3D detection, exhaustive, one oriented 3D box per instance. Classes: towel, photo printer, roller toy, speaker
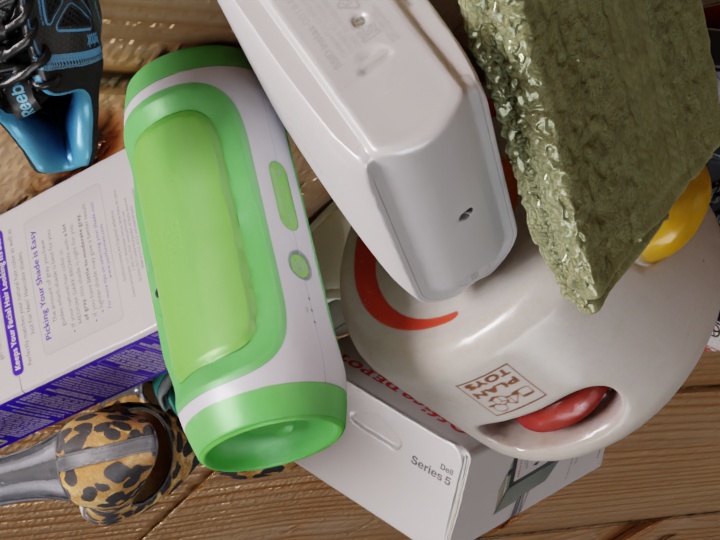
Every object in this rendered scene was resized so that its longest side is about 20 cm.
[{"bbox_3d":[0.101,-0.096,0.712,0.036,0.149,0.201,7,132,38],"label":"towel"},{"bbox_3d":[0.001,-0.079,0.746,0.069,0.167,0.200,-34,158,-3],"label":"photo printer"},{"bbox_3d":[0.087,-0.004,0.877,0.139,0.200,0.183,35,89,-36],"label":"roller toy"},{"bbox_3d":[-0.064,-0.007,0.823,0.088,0.201,0.089,-12,158,-5],"label":"speaker"}]

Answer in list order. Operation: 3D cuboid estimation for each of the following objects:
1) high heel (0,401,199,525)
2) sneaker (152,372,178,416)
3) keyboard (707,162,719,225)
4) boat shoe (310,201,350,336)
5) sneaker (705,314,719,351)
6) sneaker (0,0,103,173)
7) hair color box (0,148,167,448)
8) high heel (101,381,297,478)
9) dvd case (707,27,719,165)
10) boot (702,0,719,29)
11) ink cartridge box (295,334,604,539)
[{"bbox_3d":[-0.119,0.108,0.978,0.142,0.072,0.199,-16,174,36],"label":"high heel"},{"bbox_3d":[-0.099,0.049,1.040,0.083,0.122,0.200,-8,158,-15],"label":"sneaker"},{"bbox_3d":[0.245,-0.031,1.064,0.199,0.021,0.128,-20,139,-36],"label":"keyboard"},{"bbox_3d":[-0.001,-0.003,1.049,0.060,0.073,0.201,5,157,-40],"label":"boat shoe"},{"bbox_3d":[0.276,0.033,1.216,0.200,0.068,0.108,16,175,26],"label":"sneaker"},{"bbox_3d":[-0.143,-0.112,0.683,0.073,0.083,0.200,-14,157,4],"label":"sneaker"},{"bbox_3d":[-0.173,0.021,0.944,0.199,0.110,0.065,-24,157,24],"label":"hair color box"},{"bbox_3d":[-0.091,0.106,1.223,0.198,0.072,0.143,0,162,-9],"label":"high heel"},{"bbox_3d":[0.167,-0.093,0.897,0.149,0.025,0.200,12,173,32],"label":"dvd case"},{"bbox_3d":[0.241,-0.153,0.842,0.198,0.073,0.144,-13,160,18],"label":"boot"},{"bbox_3d":[0.066,0.097,1.136,0.199,0.145,0.085,-18,129,-49],"label":"ink cartridge box"}]
